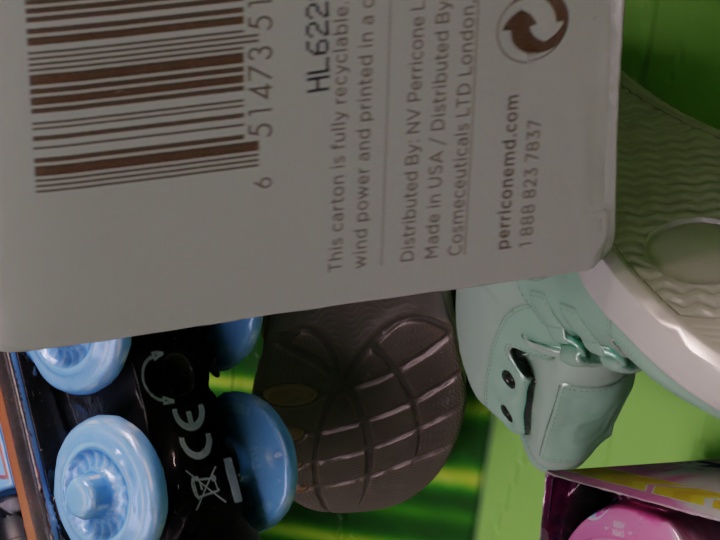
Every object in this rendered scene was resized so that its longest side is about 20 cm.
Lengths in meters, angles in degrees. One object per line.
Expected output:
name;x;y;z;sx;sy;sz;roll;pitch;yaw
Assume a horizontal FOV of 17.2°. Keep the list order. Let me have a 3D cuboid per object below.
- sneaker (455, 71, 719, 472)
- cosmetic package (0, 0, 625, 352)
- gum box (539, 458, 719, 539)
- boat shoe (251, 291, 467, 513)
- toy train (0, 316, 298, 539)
sneaker;0.084;0.020;0.694;0.200;0.074;0.118;-128;30;-57
cosmetic package;-0.039;-0.108;0.633;0.200;0.166;0.168;-119;24;-53
gum box;0.152;0.097;0.616;0.200;0.113;0.066;10;98;53
boat shoe;0.000;0.000;0.801;0.076;0.072;0.200;3;132;-1
toy train;-0.093;0.021;0.759;0.114;0.087;0.200;-20;82;41
